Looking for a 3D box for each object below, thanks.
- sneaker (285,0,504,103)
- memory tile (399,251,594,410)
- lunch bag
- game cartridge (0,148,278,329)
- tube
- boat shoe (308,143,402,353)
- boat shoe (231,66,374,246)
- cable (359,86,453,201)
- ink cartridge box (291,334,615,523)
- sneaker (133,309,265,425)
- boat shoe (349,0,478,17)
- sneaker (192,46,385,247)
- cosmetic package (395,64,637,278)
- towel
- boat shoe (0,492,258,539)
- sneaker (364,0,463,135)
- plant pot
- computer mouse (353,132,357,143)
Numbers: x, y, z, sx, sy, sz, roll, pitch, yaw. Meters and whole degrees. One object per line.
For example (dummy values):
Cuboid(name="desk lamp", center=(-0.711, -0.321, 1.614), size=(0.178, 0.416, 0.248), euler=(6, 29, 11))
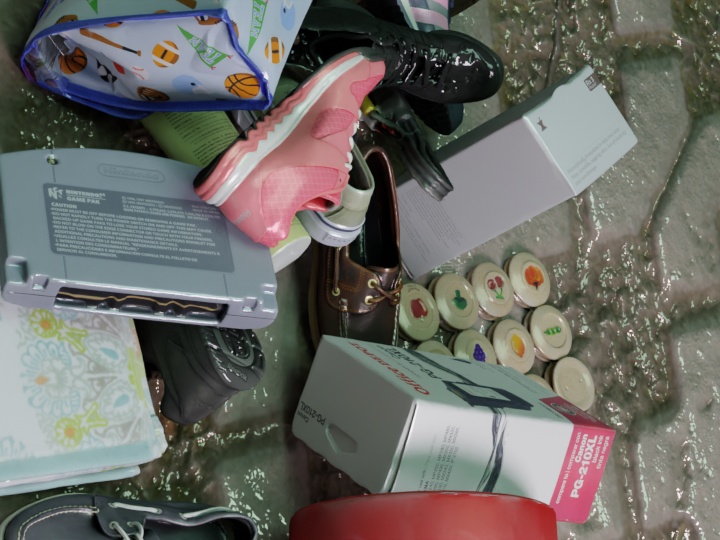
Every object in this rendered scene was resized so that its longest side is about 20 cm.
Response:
Cuboid(name="sneaker", center=(0.015, -0.165, 1.726), size=(0.199, 0.060, 0.104), euler=(19, 22, -3))
Cuboid(name="memory tile", center=(0.113, 0.069, 1.867), size=(0.199, 0.017, 0.154), euler=(-14, 83, -44))
Cuboid(name="lunch bag", center=(-0.140, -0.206, 1.642), size=(0.124, 0.199, 0.171), euler=(63, 36, -43))
Cuboid(name="game cartridge", center=(-0.161, -0.026, 1.557), size=(0.199, 0.041, 0.134), euler=(7, 51, -23))
Cuboid(name="tube", center=(-0.113, -0.088, 1.675), size=(0.200, 0.052, 0.058), euler=(54, 11, 11))
Cuboid(name="boat shoe", center=(0.000, 0.000, 1.738), size=(0.070, 0.070, 0.201), euler=(-8, 91, -42))
Cuboid(name="boat shoe", center=(-0.042, -0.110, 1.702), size=(0.072, 0.062, 0.200), euler=(-3, 52, -42))
Cuboid(name="cable", center=(0.028, -0.104, 1.772), size=(0.097, 0.050, 0.200), euler=(48, 12, -45))
Cuboid(name="ink cartridge box", center=(0.070, 0.123, 1.693), size=(0.199, 0.145, 0.085), euler=(11, 102, -35))
Cuboid(name="sneaker", center=(-0.140, 0.025, 1.621), size=(0.076, 0.091, 0.201), euler=(23, 36, -40))
Cuboid(name="boat shoe", center=(0.023, -0.234, 1.888), size=(0.202, 0.075, 0.075), euler=(-27, 50, -34))
Cuboid(name="sneaker", center=(-0.037, -0.087, 1.615), size=(0.087, 0.074, 0.200), euler=(49, 54, -4))
Cuboid(name="cosmetic package", center=(0.114, -0.080, 1.801), size=(0.113, 0.200, 0.081), euler=(-38, 99, -43))
Cuboid(name="towel", center=(-0.237, 0.068, 1.537), size=(0.199, 0.048, 0.172), euler=(-4, 73, -43))
Cuboid(name="boat shoe", center=(-0.160, 0.186, 1.542), size=(0.199, 0.063, 0.073), euler=(6, 69, -40))
Cuboid(name="sneaker", center=(0.057, -0.211, 1.812), size=(0.082, 0.070, 0.201), euler=(-35, 119, -25))
Cuboid(name="plant pot", center=(0.049, 0.263, 1.603), size=(0.200, 0.200, 0.183), euler=(12, 67, -38))
Cuboid(name="computer mouse", center=(-0.089, -0.133, 1.765), size=(0.199, 0.034, 0.059), euler=(22, 46, -26))
